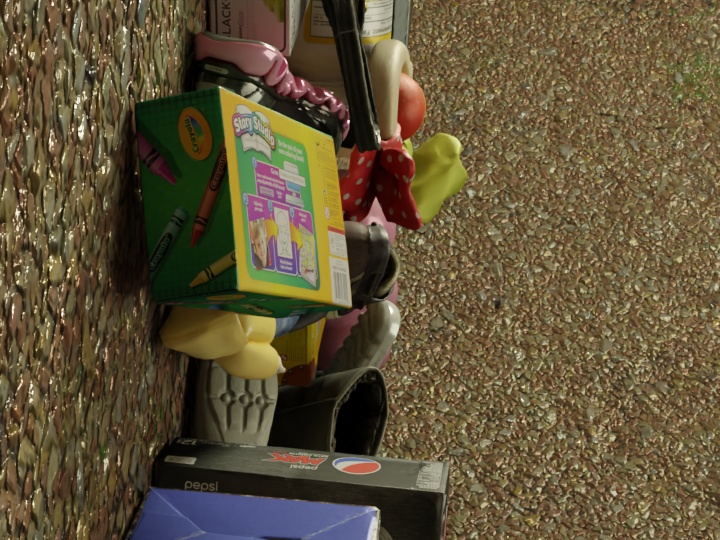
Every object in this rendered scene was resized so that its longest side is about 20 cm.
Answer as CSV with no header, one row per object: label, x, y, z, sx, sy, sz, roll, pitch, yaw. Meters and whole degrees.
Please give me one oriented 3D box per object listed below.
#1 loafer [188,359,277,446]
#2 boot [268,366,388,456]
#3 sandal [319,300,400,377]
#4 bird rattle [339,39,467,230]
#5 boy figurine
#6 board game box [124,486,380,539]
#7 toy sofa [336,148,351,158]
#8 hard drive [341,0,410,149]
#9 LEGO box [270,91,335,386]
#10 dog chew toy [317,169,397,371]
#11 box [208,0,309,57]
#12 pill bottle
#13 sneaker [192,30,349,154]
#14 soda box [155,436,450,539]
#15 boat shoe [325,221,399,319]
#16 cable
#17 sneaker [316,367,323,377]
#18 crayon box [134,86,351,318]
loafer,-0.103,0.130,1.224,0.070,0.070,0.202,-20,-115,54
boot,-0.040,0.103,1.405,0.200,0.072,0.183,147,-49,-65
sandal,-0.010,0.119,1.484,0.203,0.050,0.083,-57,-157,27
bird rattle,0.017,-0.115,1.393,0.200,0.112,0.165,0,90,-73
boy figurine,-0.086,0.017,1.144,0.200,0.064,0.125,-17,89,-73
board game box,-0.072,0.257,1.058,0.097,0.158,0.202,-75,169,-68
toy sofa,-0.035,-0.217,1.681,0.083,0.097,0.202,17,76,-60
hard drive,-0.015,-0.220,1.541,0.033,0.139,0.202,-11,110,-46
LEGO box,-0.068,-0.029,1.350,0.149,0.076,0.201,-79,172,-58
dog chew toy,-0.020,0.009,1.551,0.125,0.123,0.202,62,19,-82
box,-0.068,-0.251,1.225,0.200,0.060,0.117,-77,171,-60
pill bottle,-0.026,-0.249,1.443,0.113,0.111,0.202,-72,167,-71
sneaker,-0.072,-0.100,1.174,0.200,0.078,0.096,27,74,-65
soda box,-0.040,0.164,1.117,0.063,0.198,0.071,-57,151,-77
boat shoe,0.000,0.000,1.329,0.200,0.064,0.073,76,18,-77
cable,0.000,-0.191,1.213,0.097,0.050,0.201,81,-4,-64
sneaker,-0.055,0.044,1.639,0.080,0.073,0.202,89,7,-69
crayon box,-0.068,-0.036,1.019,0.200,0.058,0.120,13,69,-70
